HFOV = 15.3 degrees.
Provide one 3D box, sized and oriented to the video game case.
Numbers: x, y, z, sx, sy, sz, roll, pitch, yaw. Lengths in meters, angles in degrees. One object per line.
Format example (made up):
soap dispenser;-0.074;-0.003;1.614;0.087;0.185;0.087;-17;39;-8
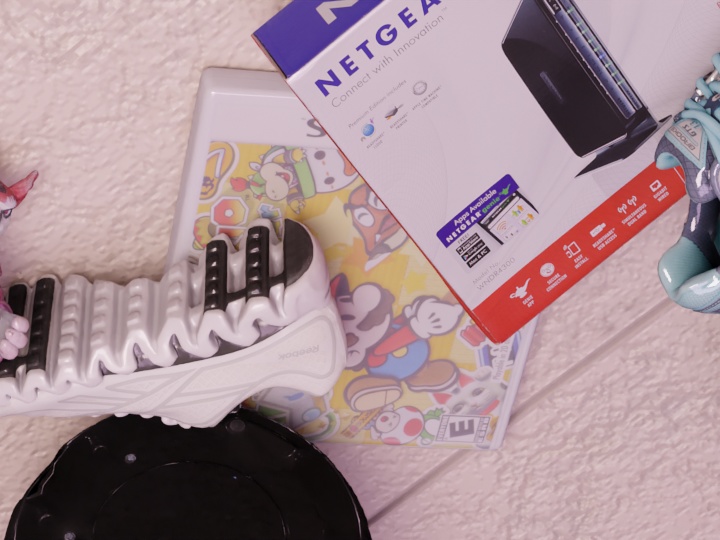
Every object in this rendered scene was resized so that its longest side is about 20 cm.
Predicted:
video game case;0.000;0.000;1.246;0.181;0.023;0.201;3;127;-14

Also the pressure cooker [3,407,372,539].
pressure cooker;-0.080;0.181;1.267;0.175;0.179;0.200;16;141;8

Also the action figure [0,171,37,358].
action figure;-0.206;0.034;1.167;0.200;0.134;0.149;-48;165;-8

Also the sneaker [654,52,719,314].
sneaker;0.173;-0.062;1.131;0.086;0.078;0.201;-5;121;-17

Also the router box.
router box;0.083;-0.093;1.150;0.200;0.049;0.180;-39;126;2

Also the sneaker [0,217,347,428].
sneaker;-0.101;0.042;1.208;0.199;0.075;0.081;-12;130;16
